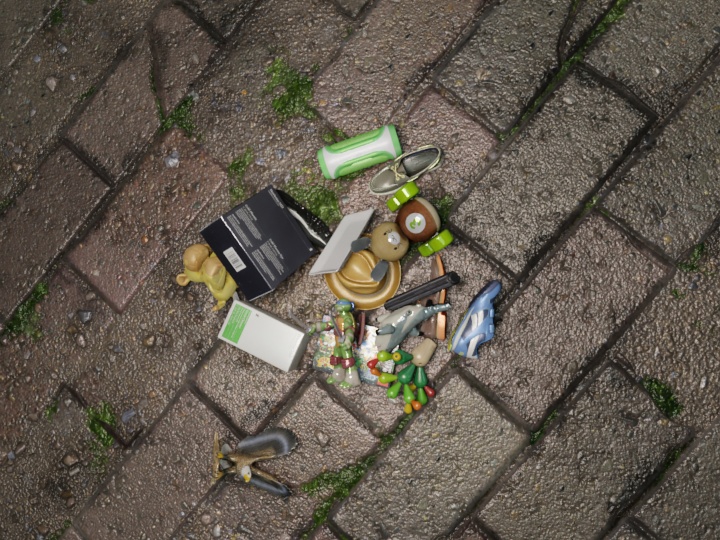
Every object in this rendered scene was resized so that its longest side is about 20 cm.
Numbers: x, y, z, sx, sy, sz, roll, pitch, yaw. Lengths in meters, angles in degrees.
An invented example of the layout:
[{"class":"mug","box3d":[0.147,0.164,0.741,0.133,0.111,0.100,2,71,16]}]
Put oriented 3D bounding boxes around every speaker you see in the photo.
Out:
[{"class":"speaker","box3d":[-0.002,-0.291,1.276,0.199,0.088,0.089,-17,84,8]}]

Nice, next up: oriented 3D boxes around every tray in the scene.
[{"class":"tray","box3d":[-0.040,-0.063,1.233,0.107,0.022,0.201,-6,45,45]}]

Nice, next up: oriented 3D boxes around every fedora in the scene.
[{"class":"fedora","box3d":[0.000,0.000,1.258,0.199,0.082,0.202,-1,87,10]}]

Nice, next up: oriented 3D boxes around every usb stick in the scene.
[{"class":"usb stick","box3d":[0.139,0.050,1.195,0.199,0.055,0.033,-27,86,36]}]

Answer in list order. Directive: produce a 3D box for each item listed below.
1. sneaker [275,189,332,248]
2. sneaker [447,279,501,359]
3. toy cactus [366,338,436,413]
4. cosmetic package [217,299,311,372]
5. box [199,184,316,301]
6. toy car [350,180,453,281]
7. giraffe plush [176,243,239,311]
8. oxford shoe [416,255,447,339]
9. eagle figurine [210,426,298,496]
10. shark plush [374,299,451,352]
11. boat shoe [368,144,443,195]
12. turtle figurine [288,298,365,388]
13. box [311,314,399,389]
[{"class":"sneaker","box3d":[-0.161,-0.111,1.311,0.200,0.076,0.088,41,117,6]},{"class":"sneaker","box3d":[0.282,0.116,1.211,0.082,0.074,0.201,29,99,8]},{"class":"toy cactus","box3d":[0.118,0.229,1.199,0.200,0.102,0.165,45,76,-18]},{"class":"cosmetic package","box3d":[-0.235,0.161,1.287,0.199,0.085,0.108,23,88,11]},{"class":"box","box3d":[-0.236,-0.066,1.216,0.104,0.182,0.201,-22,106,43]},{"class":"toy car","box3d":[0.079,-0.074,1.191,0.200,0.158,0.165,-36,91,-13]},{"class":"giraffe plush","box3d":[-0.376,-0.010,1.305,0.161,0.172,0.201,25,125,20]},{"class":"oxford shoe","box3d":[0.169,0.064,1.233,0.072,0.071,0.201,1,87,14]},{"class":"eagle figurine","box3d":[-0.263,0.475,1.266,0.199,0.151,0.152,4,131,-19]},{"class":"shark plush","box3d":[0.117,0.122,1.211,0.199,0.091,0.084,-31,103,-2]},{"class":"boat shoe","box3d":[0.108,-0.249,1.267,0.201,0.060,0.072,-25,82,7]},{"class":"turtle figurine","box3d":[-0.072,0.169,1.182,0.143,0.200,0.195,-6,94,24]},{"class":"box","box3d":[-0.008,0.197,1.269,0.199,0.038,0.138,12,88,10]}]
